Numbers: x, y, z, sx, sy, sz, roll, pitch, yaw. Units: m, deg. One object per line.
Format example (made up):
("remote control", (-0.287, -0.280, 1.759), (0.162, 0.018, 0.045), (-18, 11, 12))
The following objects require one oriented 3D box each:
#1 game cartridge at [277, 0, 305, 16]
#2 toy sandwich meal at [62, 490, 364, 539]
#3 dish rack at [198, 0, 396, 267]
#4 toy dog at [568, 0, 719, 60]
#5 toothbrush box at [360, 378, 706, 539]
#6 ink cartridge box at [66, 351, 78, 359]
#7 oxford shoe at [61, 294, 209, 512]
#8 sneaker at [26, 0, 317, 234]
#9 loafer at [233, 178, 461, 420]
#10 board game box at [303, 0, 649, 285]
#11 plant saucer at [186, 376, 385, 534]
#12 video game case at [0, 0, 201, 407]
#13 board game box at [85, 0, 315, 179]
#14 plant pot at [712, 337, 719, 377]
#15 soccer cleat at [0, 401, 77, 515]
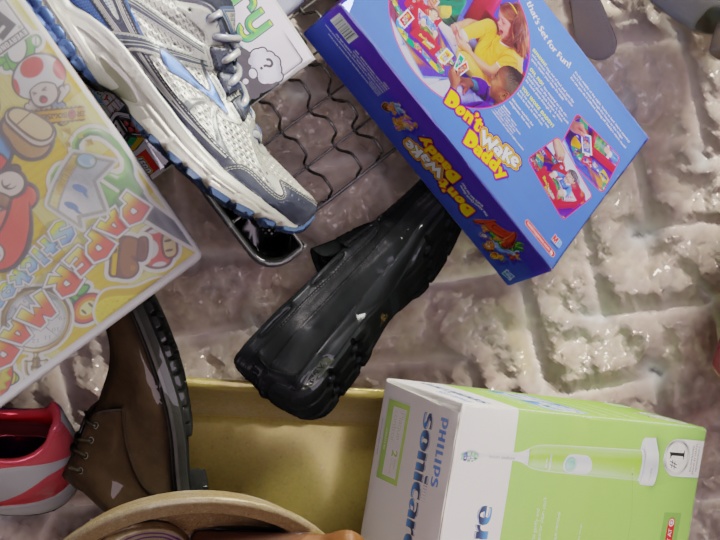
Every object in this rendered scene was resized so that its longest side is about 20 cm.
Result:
("game cartridge", (-0.094, -0.191, 0.741), (0.199, 0.040, 0.134), (-37, 105, -2))
("toy sandwich meal", (-0.087, 0.202, 0.718), (0.202, 0.071, 0.207), (-6, 131, -6))
("dish rack", (-0.028, -0.119, 0.807), (0.199, 0.055, 0.154), (-38, 99, -6))
("toy dog", (0.192, -0.193, 0.835), (0.199, 0.096, 0.133), (35, 90, 6))
("toothbrush box", (0.105, 0.153, 0.795), (0.198, 0.086, 0.148), (8, 92, -33))
("ink cartridge box", (-0.261, 0.034, 0.731), (0.198, 0.146, 0.085), (-21, 101, -7))
("oxford shoe", (-0.136, 0.092, 0.745), (0.083, 0.073, 0.203), (-10, 94, -6))
("sneaker", (-0.087, -0.102, 0.666), (0.200, 0.077, 0.085), (44, 87, -13))
("loafer", (0.000, 0.000, 0.801), (0.070, 0.068, 0.201), (30, 66, 21))
("board game box", (0.077, -0.112, 0.795), (0.200, 0.045, 0.135), (50, 57, -12))
("plant saucer", (-0.044, 0.170, 0.823), (0.197, 0.048, 0.203), (5, 92, -9))
("video game case", (-0.205, -0.018, 0.625), (0.199, 0.023, 0.183), (-37, 119, -6))
("board game box", (-0.131, -0.161, 0.704), (0.126, 0.035, 0.201), (-36, 102, -2))
("plant pot", (0.322, 0.017, 0.813), (0.198, 0.200, 0.180), (25, 105, -10))
("soccer cleat", (-0.267, 0.111, 0.762), (0.197, 0.069, 0.074), (-2, 137, -12))
